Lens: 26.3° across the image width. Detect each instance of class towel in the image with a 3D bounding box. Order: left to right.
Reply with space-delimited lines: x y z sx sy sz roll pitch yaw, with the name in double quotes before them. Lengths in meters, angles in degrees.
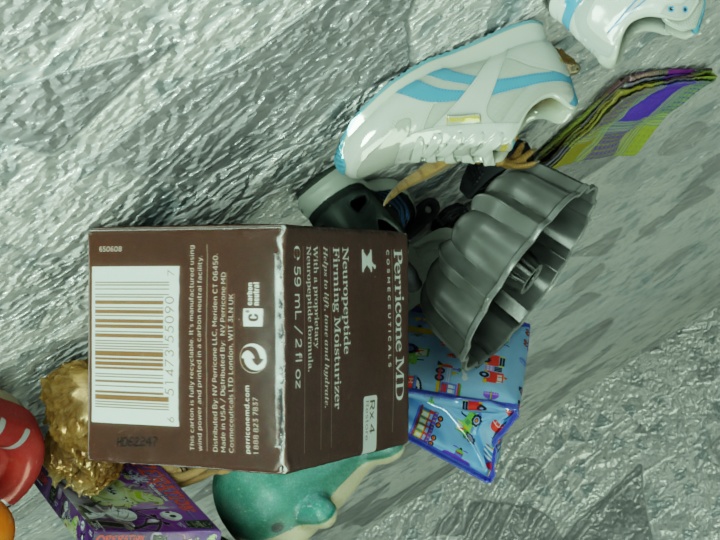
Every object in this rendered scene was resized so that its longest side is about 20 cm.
"towel" 0.267 -0.151 1.553 0.199 0.023 0.144 -13 155 -50

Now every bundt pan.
"bundt pan" 0.124 -0.012 1.377 0.202 0.075 0.202 -49 163 -20

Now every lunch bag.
"lunch bag" 0.051 0.094 1.461 0.151 0.198 0.095 -70 178 -60

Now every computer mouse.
"computer mouse" 0.107 -0.080 1.456 0.058 0.034 0.200 -20 168 -26

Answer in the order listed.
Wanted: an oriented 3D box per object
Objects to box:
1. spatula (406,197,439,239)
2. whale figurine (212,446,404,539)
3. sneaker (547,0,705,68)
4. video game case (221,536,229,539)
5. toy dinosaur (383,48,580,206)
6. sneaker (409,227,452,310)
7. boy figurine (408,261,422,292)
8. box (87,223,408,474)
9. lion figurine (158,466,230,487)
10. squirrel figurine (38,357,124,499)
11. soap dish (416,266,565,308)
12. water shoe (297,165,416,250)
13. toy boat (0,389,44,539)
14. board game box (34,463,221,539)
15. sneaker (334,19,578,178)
"spatula" 0.000 0.000 1.425 0.200 0.057 0.021 -43 -173 -15
"whale figurine" -0.058 0.192 1.543 0.199 0.159 0.104 -29 121 2
"sneaker" 0.245 -0.224 1.160 0.199 0.087 0.075 -36 163 10
"video game case" -0.176 0.252 1.483 0.182 0.199 0.022 37 76 -54
"toy dinosaur" 0.097 -0.114 1.295 0.200 0.060 0.106 -42 146 1
"sneaker" 0.008 0.017 1.481 0.198 0.077 0.080 -17 -174 -24
"boy figurine" -0.018 0.074 1.347 0.201 0.123 0.065 -62 146 -18
"box" -0.077 0.052 1.118 0.163 0.168 0.199 -1 180 27
"lion figurine" -0.164 0.164 1.499 0.122 0.073 0.200 -32 -172 11
"squirrel figurine" -0.185 0.113 1.333 0.198 0.143 0.187 -15 172 -9
"soap dish" 0.130 0.008 1.583 0.200 0.081 0.158 -43 -174 36
"water shoe" 0.006 -0.032 1.294 0.071 0.079 0.200 -36 165 16
"toy boat" -0.308 0.165 1.185 0.130 0.131 0.200 -32 165 1
"board game box" -0.216 0.204 1.376 0.119 0.200 0.033 10 100 -31
"sneaker" 0.073 -0.116 1.165 0.199 0.081 0.077 -27 166 -13
